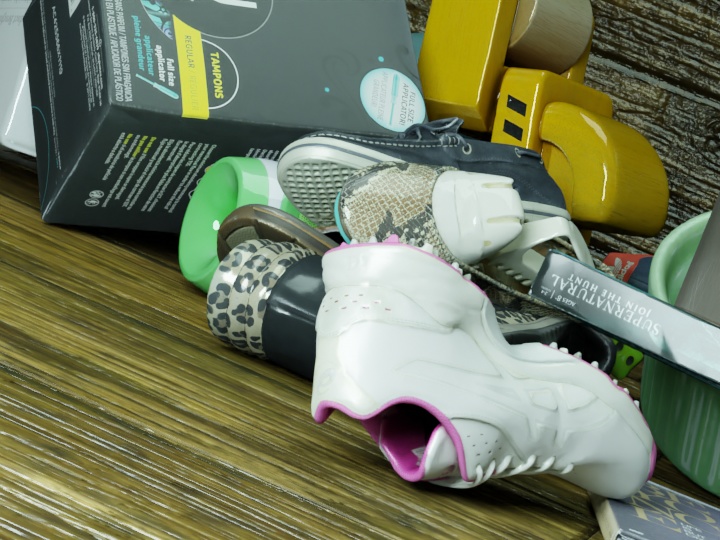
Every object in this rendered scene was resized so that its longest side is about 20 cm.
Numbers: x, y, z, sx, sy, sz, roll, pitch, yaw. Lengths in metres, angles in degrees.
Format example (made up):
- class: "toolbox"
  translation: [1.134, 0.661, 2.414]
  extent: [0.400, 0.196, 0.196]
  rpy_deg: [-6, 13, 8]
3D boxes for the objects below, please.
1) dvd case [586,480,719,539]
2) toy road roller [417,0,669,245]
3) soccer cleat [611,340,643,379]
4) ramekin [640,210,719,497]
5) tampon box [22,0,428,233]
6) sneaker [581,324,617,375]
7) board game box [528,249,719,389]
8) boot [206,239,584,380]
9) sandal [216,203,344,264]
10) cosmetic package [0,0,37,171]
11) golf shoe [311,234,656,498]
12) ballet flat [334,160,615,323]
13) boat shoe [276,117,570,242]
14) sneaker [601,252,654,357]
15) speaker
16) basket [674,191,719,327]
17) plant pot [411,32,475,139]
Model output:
- class: "dvd case"
  translation: [0.181, 0.135, 1.169]
  extent: [0.148, 0.016, 0.200]
  rpy_deg: [22, 4, 0]
- class: "toy road roller"
  translation: [0.117, -0.090, 1.514]
  extent: [0.146, 0.201, 0.123]
  rpy_deg: [9, -2, 32]
- class: "soccer cleat"
  translation: [0.126, 0.037, 1.739]
  extent: [0.081, 0.068, 0.200]
  rpy_deg: [49, -12, -21]
- class: "ramekin"
  translation: [0.258, 0.056, 1.443]
  extent: [0.199, 0.098, 0.200]
  rpy_deg: [6, 35, -4]
- class: "tampon box"
  translation: [-0.080, -0.114, 1.458]
  extent: [0.200, 0.150, 0.126]
  rpy_deg: [4, -31, -25]
- class: "sneaker"
  translation: [0.089, 0.028, 1.557]
  extent: [0.083, 0.071, 0.199]
  rpy_deg: [12, -6, 46]
- class: "board game box"
  translation: [0.194, 0.051, 1.260]
  extent: [0.200, 0.028, 0.135]
  rpy_deg: [26, 0, 23]
- class: "boot"
  translation: [0.023, 0.034, 1.261]
  extent: [0.153, 0.074, 0.204]
  rpy_deg: [21, 3, 19]
- class: "sandal"
  translation: [0.008, 0.008, 1.340]
  extent: [0.200, 0.055, 0.082]
  rpy_deg: [24, -32, -26]
- class: "cosmetic package"
  translation: [-0.156, -0.153, 1.611]
  extent: [0.165, 0.200, 0.165]
  rpy_deg: [18, -3, -25]
- class: "golf shoe"
  translation: [0.050, 0.065, 1.090]
  extent: [0.200, 0.092, 0.075]
  rpy_deg: [33, -30, -31]
- class: "ballet flat"
  translation: [0.072, -0.017, 1.309]
  extent: [0.075, 0.068, 0.200]
  rpy_deg: [-15, -26, 34]
- class: "boat shoe"
  translation: [0.034, -0.051, 1.368]
  extent: [0.200, 0.062, 0.075]
  rpy_deg: [10, -29, -39]
- class: "sneaker"
  translation: [0.217, 0.039, 1.761]
  extent: [0.084, 0.075, 0.200]
  rpy_deg: [25, -16, 28]
- class: "speaker"
  translation: [0.000, 0.000, 1.420]
  extent: [0.200, 0.089, 0.088]
  rpy_deg: [19, 6, -27]
- class: "basket"
  translation: [0.258, -0.046, 1.305]
  extent: [0.136, 0.200, 0.180]
  rpy_deg: [26, 2, 21]
- class: "plant pot"
  translation: [0.008, -0.070, 1.666]
  extent: [0.188, 0.201, 0.200]
  rpy_deg: [3, 13, -26]
